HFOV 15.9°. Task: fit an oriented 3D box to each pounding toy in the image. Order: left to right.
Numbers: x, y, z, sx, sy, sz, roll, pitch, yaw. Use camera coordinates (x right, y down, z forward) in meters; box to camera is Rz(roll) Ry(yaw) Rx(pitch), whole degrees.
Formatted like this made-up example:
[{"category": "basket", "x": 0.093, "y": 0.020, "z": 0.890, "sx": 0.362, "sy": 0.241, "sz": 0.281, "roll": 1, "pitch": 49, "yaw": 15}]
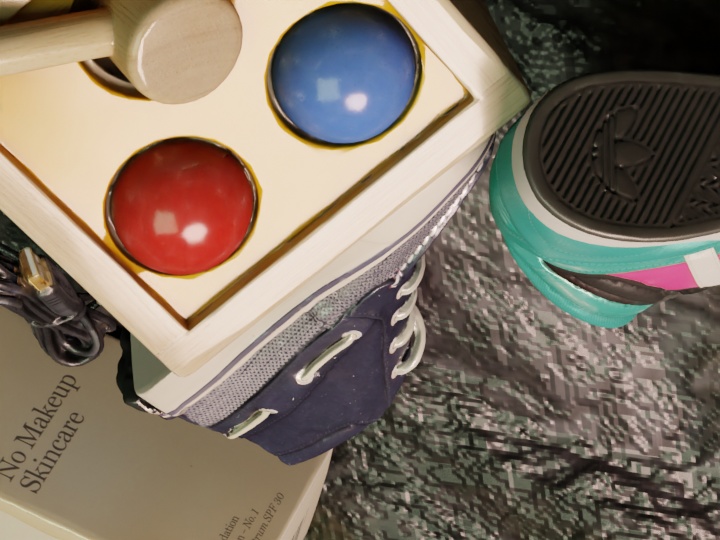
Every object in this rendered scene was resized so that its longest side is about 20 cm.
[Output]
[{"category": "pounding toy", "x": -0.077, "y": -0.076, "z": 0.846, "sx": 0.184, "sy": 0.142, "sz": 0.200, "roll": -38, "pitch": 120, "yaw": 11}]

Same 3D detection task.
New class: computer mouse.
[{"category": "computer mouse", "x": -0.199, "y": -0.020, "z": 1.055, "sx": 0.199, "sy": 0.044, "sz": 0.110, "roll": 28, "pitch": 176, "yaw": 17}]

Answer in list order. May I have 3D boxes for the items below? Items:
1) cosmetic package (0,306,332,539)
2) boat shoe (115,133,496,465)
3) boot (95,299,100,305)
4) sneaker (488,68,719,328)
[{"category": "cosmetic package", "x": -0.123, "y": 0.085, "z": 1.089, "sx": 0.199, "sy": 0.104, "sz": 0.073, "roll": 24, "pitch": 138, "yaw": 6}, {"category": "boat shoe", "x": 0.000, "y": 0.000, "z": 1.000, "sx": 0.092, "sy": 0.075, "sz": 0.200, "roll": 28, "pitch": 129, "yaw": -35}, {"category": "boot", "x": -0.149, "y": -0.094, "z": 0.988, "sx": 0.199, "sy": 0.073, "sz": 0.183, "roll": 20, "pitch": 118, "yaw": 2}, {"category": "sneaker", "x": 0.131, "y": -0.021, "z": 0.903, "sx": 0.199, "sy": 0.084, "sz": 0.121, "roll": 8, "pitch": 171, "yaw": -16}]
